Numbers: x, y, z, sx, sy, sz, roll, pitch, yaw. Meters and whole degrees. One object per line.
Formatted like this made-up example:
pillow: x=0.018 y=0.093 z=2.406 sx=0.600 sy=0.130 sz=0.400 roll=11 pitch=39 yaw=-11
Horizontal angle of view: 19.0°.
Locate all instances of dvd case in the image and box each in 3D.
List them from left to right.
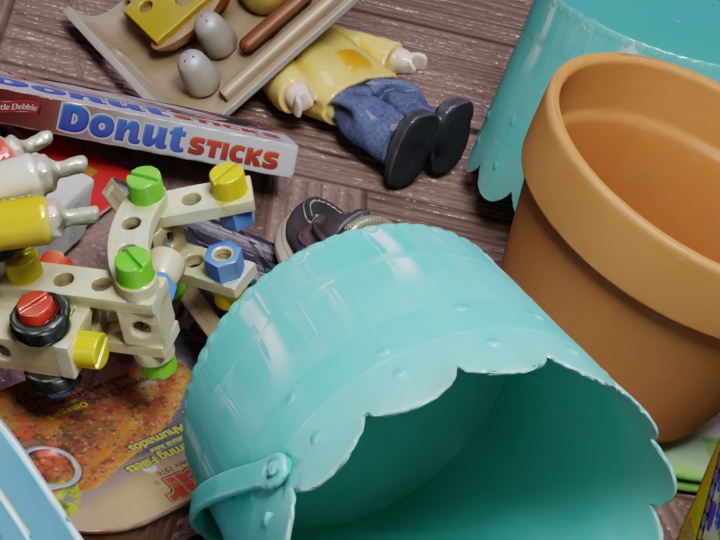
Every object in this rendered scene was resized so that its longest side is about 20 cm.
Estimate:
dvd case: x=-0.042 y=0.031 z=1.148 sx=0.148 sy=0.016 sz=0.200 roll=23 pitch=19 yaw=-46

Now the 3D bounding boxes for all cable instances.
cable: x=-0.224 y=-0.020 z=0.996 sx=0.199 sy=0.051 sz=0.097 roll=-16 pitch=39 yaw=-20

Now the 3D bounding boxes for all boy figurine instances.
boy figurine: x=-0.011 y=-0.134 z=1.425 sx=0.124 sy=0.065 sz=0.200 roll=-18 pitch=48 yaw=-37

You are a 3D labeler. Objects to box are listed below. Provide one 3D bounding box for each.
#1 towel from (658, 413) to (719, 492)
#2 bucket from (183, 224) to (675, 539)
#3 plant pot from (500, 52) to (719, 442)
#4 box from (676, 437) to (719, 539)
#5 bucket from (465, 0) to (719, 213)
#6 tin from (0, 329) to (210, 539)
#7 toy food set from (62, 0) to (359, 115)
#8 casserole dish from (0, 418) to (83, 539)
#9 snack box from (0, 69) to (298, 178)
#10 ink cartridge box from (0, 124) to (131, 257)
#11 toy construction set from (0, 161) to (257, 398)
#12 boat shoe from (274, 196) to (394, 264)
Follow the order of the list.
towel: x=0.191 y=0.058 z=1.255 sx=0.148 sy=0.031 sz=0.201 roll=7 pitch=34 yaw=-13
bucket: x=0.023 y=0.089 z=0.969 sx=0.206 sy=0.209 sz=0.135 roll=-3 pitch=33 yaw=-28
plant pot: x=0.161 y=-0.004 z=1.169 sx=0.199 sy=0.141 sz=0.201 roll=19 pitch=34 yaw=-14
box: x=0.264 y=0.183 z=1.014 sx=0.198 sy=0.123 sz=0.193 roll=11 pitch=34 yaw=-8
bucket: x=0.180 y=-0.099 z=1.360 sx=0.206 sy=0.136 sz=0.207 roll=15 pitch=22 yaw=-6
tin: x=-0.111 y=0.089 z=1.066 sx=0.112 sy=0.042 sz=0.199 roll=33 pitch=35 yaw=31
toy food set: x=-0.086 y=-0.196 z=1.404 sx=0.200 sy=0.060 sz=0.144 roll=-41 pitch=52 yaw=-6
casserole dish: x=-0.160 y=0.127 z=0.904 sx=0.201 sy=0.039 sz=0.121 roll=55 pitch=32 yaw=7
snack box: x=-0.140 y=-0.090 z=1.305 sx=0.198 sy=0.025 sz=0.072 roll=10 pitch=12 yaw=-17
ink cartridge box: x=-0.244 y=-0.072 z=1.244 sx=0.199 sy=0.045 sz=0.176 roll=24 pitch=34 yaw=11
toy construction set: x=-0.155 y=0.003 z=1.066 sx=0.199 sy=0.093 sz=0.132 roll=-5 pitch=40 yaw=28
boat shoe: x=0.000 y=0.000 z=1.179 sx=0.072 sy=0.065 sz=0.200 roll=32 pitch=14 yaw=-17
